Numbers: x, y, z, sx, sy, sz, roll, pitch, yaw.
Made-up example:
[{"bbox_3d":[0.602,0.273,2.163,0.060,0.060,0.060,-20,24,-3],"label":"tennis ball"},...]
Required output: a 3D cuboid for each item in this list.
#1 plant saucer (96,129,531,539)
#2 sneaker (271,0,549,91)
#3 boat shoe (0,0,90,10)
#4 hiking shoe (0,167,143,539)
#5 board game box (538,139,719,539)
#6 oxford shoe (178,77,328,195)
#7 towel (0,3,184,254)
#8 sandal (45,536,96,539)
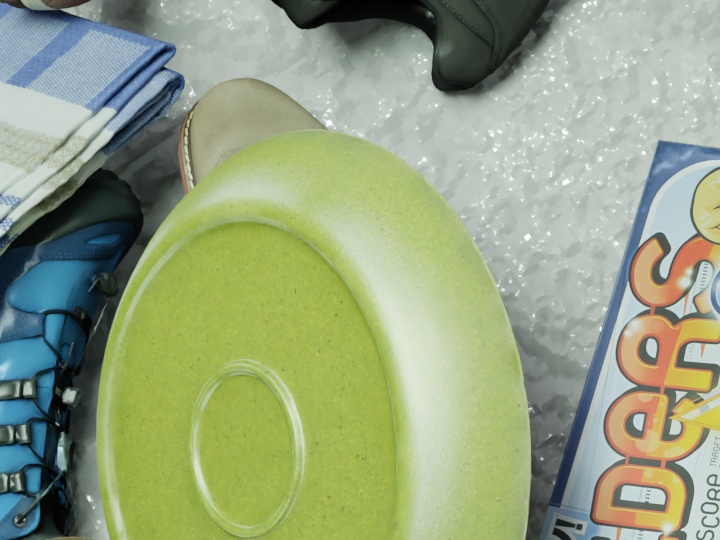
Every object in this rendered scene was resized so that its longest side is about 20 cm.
[{"bbox_3d":[-0.026,0.056,0.927,0.200,0.031,0.201,1,92,48],"label":"plant saucer"},{"bbox_3d":[-0.019,-0.137,1.034,0.200,0.076,0.091,32,88,8],"label":"sneaker"},{"bbox_3d":[-0.123,-0.156,1.086,0.074,0.075,0.203,-5,33,12],"label":"boat shoe"},{"bbox_3d":[-0.122,0.061,1.012,0.087,0.074,0.200,31,87,21],"label":"hiking shoe"},{"bbox_3d":[0.133,0.062,0.925,0.135,0.034,0.201,8,68,24],"label":"board game box"},{"bbox_3d":[0.000,0.000,0.975,0.070,0.075,0.200,-24,60,-19],"label":"oxford shoe"},{"bbox_3d":[-0.170,-0.027,1.000,0.146,0.024,0.200,19,51,34],"label":"towel"},{"bbox_3d":[-0.094,0.191,0.914,0.077,0.070,0.212,4,54,-3],"label":"sandal"}]
